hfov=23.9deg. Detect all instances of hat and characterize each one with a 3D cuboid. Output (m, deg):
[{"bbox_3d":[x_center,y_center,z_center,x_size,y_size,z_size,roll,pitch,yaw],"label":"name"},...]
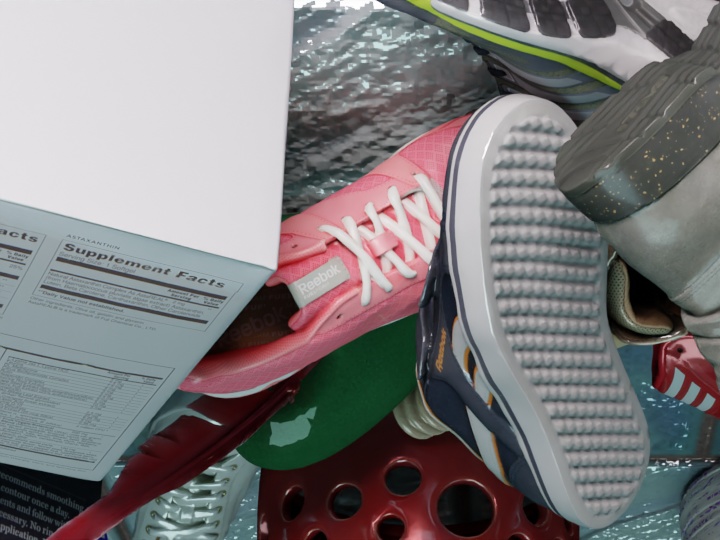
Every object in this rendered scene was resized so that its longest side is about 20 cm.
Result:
[{"bbox_3d":[-0.028,0.086,0.835,0.200,0.176,0.166,-7,148,14],"label":"hat"}]

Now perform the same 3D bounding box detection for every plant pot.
[{"bbox_3d":[0.036,0.199,1.020,0.200,0.183,0.200,0,148,0],"label":"plant pot"}]

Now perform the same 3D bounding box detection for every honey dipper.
[{"bbox_3d":[0.094,0.050,0.880,0.038,0.038,0.200,25,149,-33],"label":"honey dipper"}]

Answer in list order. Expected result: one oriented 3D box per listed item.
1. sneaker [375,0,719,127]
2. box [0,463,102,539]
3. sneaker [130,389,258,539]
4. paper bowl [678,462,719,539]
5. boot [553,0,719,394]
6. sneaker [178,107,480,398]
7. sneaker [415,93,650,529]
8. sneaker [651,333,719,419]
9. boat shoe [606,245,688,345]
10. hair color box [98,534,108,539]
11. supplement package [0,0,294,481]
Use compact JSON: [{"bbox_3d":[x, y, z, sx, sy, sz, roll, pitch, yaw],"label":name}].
[{"bbox_3d":[0.067,-0.090,0.645,0.200,0.074,0.081,20,148,-24],"label":"sneaker"},{"bbox_3d":[-0.241,0.122,0.886,0.197,0.200,0.117,-22,142,34],"label":"box"},{"bbox_3d":[-0.098,0.141,1.023,0.073,0.085,0.200,9,147,-8],"label":"sneaker"},{"bbox_3d":[0.303,0.188,1.056,0.200,0.104,0.201,1,148,1],"label":"paper bowl"},{"bbox_3d":[0.175,-0.049,0.602,0.200,0.068,0.131,-43,108,4],"label":"boot"},{"bbox_3d":[0.000,0.000,0.723,0.200,0.074,0.087,-32,-179,8],"label":"sneaker"},{"bbox_3d":[0.056,0.016,0.685,0.079,0.078,0.200,21,137,44],"label":"sneaker"},{"bbox_3d":[0.213,0.029,0.825,0.115,0.078,0.200,14,146,-21],"label":"sneaker"},{"bbox_3d":[0.120,-0.009,0.715,0.076,0.072,0.200,45,160,-19],"label":"boat shoe"},{"bbox_3d":[-0.244,0.175,1.011,0.200,0.109,0.065,-37,135,21],"label":"hair color box"},{"bbox_3d":[-0.134,-0.034,0.668,0.151,0.152,0.200,15,146,-20],"label":"supplement package"}]
